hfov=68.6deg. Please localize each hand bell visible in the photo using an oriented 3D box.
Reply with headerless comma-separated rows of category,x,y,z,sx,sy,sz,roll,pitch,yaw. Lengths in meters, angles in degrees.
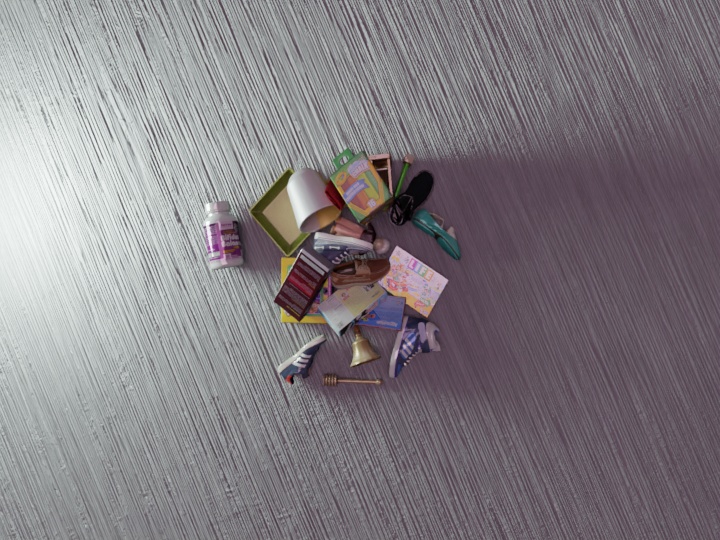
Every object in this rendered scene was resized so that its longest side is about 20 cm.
hand bell,-0.010,0.193,1.685,0.100,0.104,0.207,-18,77,6

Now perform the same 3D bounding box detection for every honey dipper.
honey dipper,-0.024,0.355,1.704,0.191,0.038,0.040,0,92,3

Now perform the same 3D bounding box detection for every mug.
mug,-0.143,-0.219,1.613,0.147,0.185,0.157,-33,75,18

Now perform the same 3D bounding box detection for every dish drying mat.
dish drying mat,-0.068,-0.241,1.590,0.018,0.202,0.077,-39,106,21

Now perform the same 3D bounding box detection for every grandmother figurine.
grandmother figurine,0.002,-0.104,1.676,0.194,0.061,0.125,22,102,8

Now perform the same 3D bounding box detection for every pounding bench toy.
pounding bench toy,0.076,-0.267,1.629,0.191,0.124,0.163,-6,91,6

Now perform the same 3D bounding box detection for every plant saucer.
plant saucer,-0.227,-0.187,1.703,0.199,0.048,0.201,-44,87,6

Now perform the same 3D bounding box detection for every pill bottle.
pill bottle,-0.443,-0.113,1.696,0.108,0.112,0.209,-10,91,6

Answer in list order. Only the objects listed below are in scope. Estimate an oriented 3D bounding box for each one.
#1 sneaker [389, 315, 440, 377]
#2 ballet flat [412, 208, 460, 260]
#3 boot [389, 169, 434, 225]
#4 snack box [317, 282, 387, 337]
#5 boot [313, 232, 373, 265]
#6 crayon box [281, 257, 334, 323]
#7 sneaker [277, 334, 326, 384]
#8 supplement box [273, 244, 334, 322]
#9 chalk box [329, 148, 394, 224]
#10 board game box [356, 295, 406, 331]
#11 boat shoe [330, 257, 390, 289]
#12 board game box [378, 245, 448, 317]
sneaker,0.176,0.253,1.654,0.141,0.081,0.208,15,88,10
ballet flat,0.251,-0.121,1.646,0.198,0.067,0.071,41,81,2
boot,0.159,-0.220,1.599,0.076,0.168,0.202,37,95,1
snack box,-0.025,0.098,1.635,0.198,0.038,0.116,-37,60,-17
boot,-0.057,-0.055,1.628,0.192,0.073,0.094,10,84,20
crayon box,-0.170,0.063,1.699,0.165,0.058,0.209,1,91,7
sneaker,-0.173,0.291,1.700,0.198,0.075,0.086,-39,86,16
supplement box,-0.173,0.040,1.615,0.107,0.061,0.203,35,110,6
chalk box,-0.005,-0.253,1.513,0.123,0.124,0.203,-35,88,6
board game box,0.042,0.125,1.655,0.192,0.020,0.107,7,69,15
boat shoe,0.000,0.000,1.629,0.193,0.073,0.077,-18,50,-3
board game box,0.163,0.034,1.673,0.196,0.034,0.137,32,94,4
